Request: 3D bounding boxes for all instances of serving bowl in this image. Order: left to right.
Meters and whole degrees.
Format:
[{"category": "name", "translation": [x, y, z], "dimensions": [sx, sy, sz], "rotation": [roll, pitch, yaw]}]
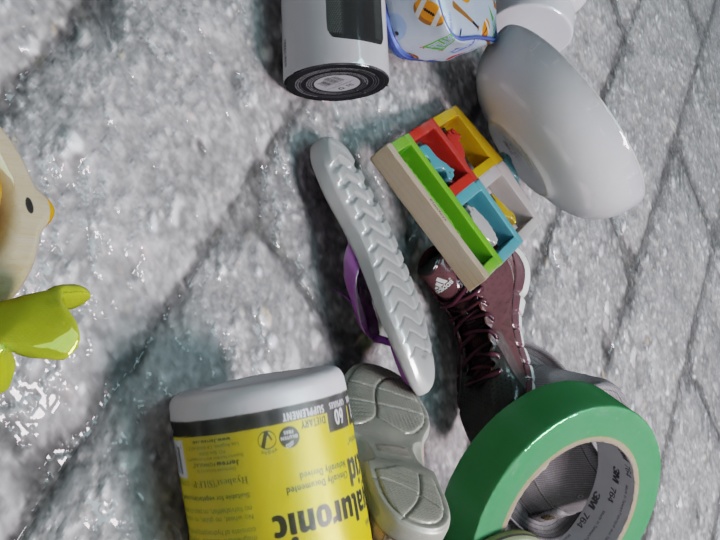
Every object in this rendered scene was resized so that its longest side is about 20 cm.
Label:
[{"category": "serving bowl", "translation": [0.166, -0.121, 1.083], "dimensions": [0.066, 0.200, 0.201], "rotation": [-37, 121, -3]}]

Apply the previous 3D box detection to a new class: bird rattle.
[{"category": "bird rattle", "translation": [-0.223, -0.026, 0.572], "dimensions": [0.200, 0.112, 0.164], "rotation": [45, 34, -21]}]

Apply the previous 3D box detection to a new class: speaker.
[{"category": "speaker", "translation": [-0.022, -0.235, 0.896], "dimensions": [0.081, 0.080, 0.203], "rotation": [12, 72, -53]}]

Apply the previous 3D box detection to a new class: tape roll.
[{"category": "tape roll", "translation": [0.155, 0.190, 0.972], "dimensions": [0.198, 0.048, 0.203], "rotation": [-16, 120, -28]}]

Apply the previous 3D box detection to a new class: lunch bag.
[{"category": "lunch bag", "translation": [0.052, -0.279, 1.004], "dimensions": [0.160, 0.075, 0.203], "rotation": [-19, 97, -62]}]

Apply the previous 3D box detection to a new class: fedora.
[{"category": "fedora", "translation": [0.190, 0.151, 1.088], "dimensions": [0.200, 0.089, 0.179], "rotation": [44, 48, -40]}]

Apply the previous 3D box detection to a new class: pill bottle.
[{"category": "pill bottle", "translation": [-0.047, 0.166, 0.728], "dimensions": [0.111, 0.110, 0.203], "rotation": [-9, 90, -55]}, {"category": "pill bottle", "translation": [0.173, -0.312, 1.168], "dimensions": [0.111, 0.110, 0.203], "rotation": [37, 53, -44]}]

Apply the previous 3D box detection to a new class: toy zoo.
[{"category": "toy zoo", "translation": [0.090, -0.069, 1.010], "dimensions": [0.132, 0.020, 0.200], "rotation": [53, 29, -1]}]

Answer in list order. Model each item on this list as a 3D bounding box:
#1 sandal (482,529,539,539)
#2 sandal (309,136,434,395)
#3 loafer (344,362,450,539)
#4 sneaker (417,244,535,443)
[{"category": "sandal", "translation": [0.075, 0.271, 0.875], "dimensions": [0.200, 0.057, 0.081], "rotation": [-38, 129, -33]}, {"category": "sandal", "translation": [0.003, 0.000, 0.901], "dimensions": [0.205, 0.049, 0.082], "rotation": [69, 18, 6]}, {"category": "loafer", "translation": [0.012, 0.136, 0.822], "dimensions": [0.071, 0.064, 0.201], "rotation": [16, 22, -14]}, {"category": "sneaker", "translation": [0.085, 0.046, 0.994], "dimensions": [0.115, 0.075, 0.202], "rotation": [35, 45, -38]}]
